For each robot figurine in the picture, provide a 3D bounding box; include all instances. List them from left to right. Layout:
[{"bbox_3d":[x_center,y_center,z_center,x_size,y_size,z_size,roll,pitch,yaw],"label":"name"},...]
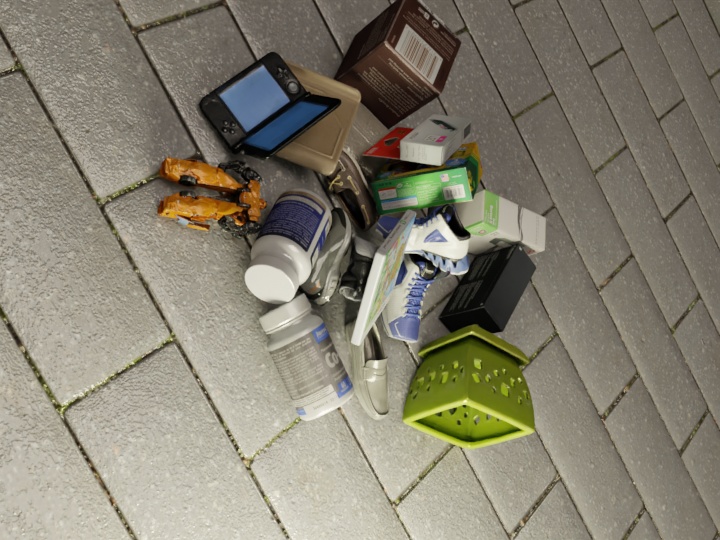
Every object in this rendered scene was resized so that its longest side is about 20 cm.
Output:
[{"bbox_3d":[-0.260,-0.132,1.385,0.197,0.058,0.148,10,71,-34],"label":"robot figurine"}]

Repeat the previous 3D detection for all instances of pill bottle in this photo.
[{"bbox_3d":[-0.130,-0.044,1.392,0.115,0.115,0.202,41,43,-20],"label":"pill bottle"},{"bbox_3d":[-0.099,0.153,1.390,0.113,0.113,0.203,-29,95,-39],"label":"pill bottle"}]

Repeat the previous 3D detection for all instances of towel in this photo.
[{"bbox_3d":[-0.016,-0.290,1.633,0.199,0.034,0.134,41,57,-23],"label":"towel"}]

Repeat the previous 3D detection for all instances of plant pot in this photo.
[{"bbox_3d":[0.222,0.231,1.566,0.197,0.199,0.185,27,56,-27],"label":"plant pot"}]

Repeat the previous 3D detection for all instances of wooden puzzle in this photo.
[{"bbox_3d":[-0.109,-0.300,1.531,0.182,0.037,0.203,21,66,-3],"label":"wooden puzzle"}]

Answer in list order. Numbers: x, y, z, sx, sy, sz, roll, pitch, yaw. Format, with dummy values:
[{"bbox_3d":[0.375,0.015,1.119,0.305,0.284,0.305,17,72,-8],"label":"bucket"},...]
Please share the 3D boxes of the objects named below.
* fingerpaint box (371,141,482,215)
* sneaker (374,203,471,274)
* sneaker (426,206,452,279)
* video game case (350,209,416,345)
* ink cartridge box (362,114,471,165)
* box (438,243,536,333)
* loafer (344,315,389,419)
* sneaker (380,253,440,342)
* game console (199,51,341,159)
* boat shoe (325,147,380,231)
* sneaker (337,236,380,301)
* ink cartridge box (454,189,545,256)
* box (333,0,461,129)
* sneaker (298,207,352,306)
[{"bbox_3d":[0.138,-0.190,1.578,0.167,0.196,0.075,-58,136,-59],"label":"fingerpaint box"},{"bbox_3d":[0.135,-0.084,1.513,0.196,0.117,0.081,23,33,15],"label":"sneaker"},{"bbox_3d":[0.156,-0.065,1.637,0.087,0.074,0.204,-24,120,-31],"label":"sneaker"},{"bbox_3d":[0.044,0.011,1.425,0.022,0.203,0.182,22,34,11],"label":"video game case"},{"bbox_3d":[0.119,-0.275,1.591,0.200,0.170,0.044,-47,143,-54],"label":"ink cartridge box"},{"bbox_3d":[0.279,0.047,1.693,0.079,0.140,0.201,47,55,-15],"label":"box"},{"bbox_3d":[0.021,0.186,1.499,0.069,0.069,0.204,-13,85,-40],"label":"loafer"},{"bbox_3d":[0.102,0.035,1.567,0.079,0.115,0.204,12,68,-31],"label":"sneaker"},{"bbox_3d":[-0.168,-0.310,1.434,0.199,0.116,0.177,-40,94,-24],"label":"game console"},{"bbox_3d":[-0.029,-0.172,1.566,0.201,0.071,0.060,55,49,-18],"label":"boat shoe"},{"bbox_3d":[0.000,0.000,1.500,0.074,0.200,0.116,22,92,-1],"label":"sneaker"},{"bbox_3d":[0.299,-0.093,1.745,0.197,0.145,0.086,19,66,-31],"label":"ink cartridge box"},{"bbox_3d":[0.075,-0.438,1.638,0.165,0.199,0.166,36,58,-23],"label":"box"},{"bbox_3d":[-0.070,-0.037,1.495,0.078,0.074,0.204,26,62,-22],"label":"sneaker"}]
